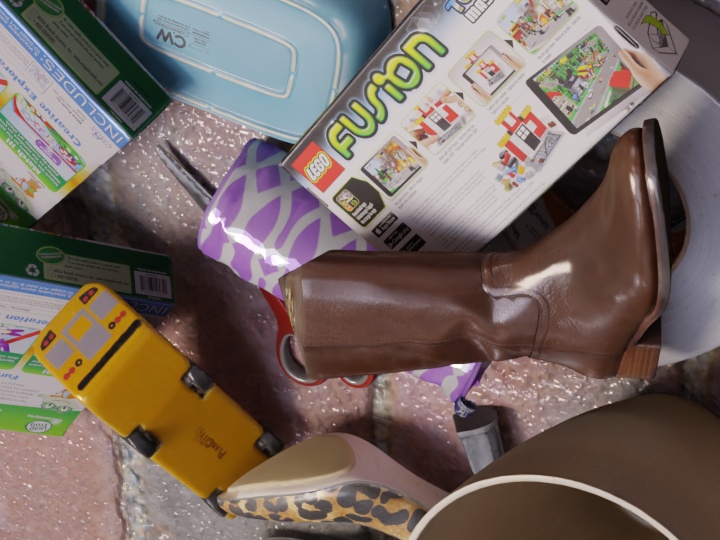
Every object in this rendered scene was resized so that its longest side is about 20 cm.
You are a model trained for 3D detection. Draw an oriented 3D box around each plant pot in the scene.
[{"bbox_3d":[0.145,0.152,0.898,0.186,0.200,0.189,11,116,25],"label":"plant pot"}]

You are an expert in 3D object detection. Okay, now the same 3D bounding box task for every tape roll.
[{"bbox_3d":[0.130,-0.047,0.856,0.199,0.066,0.201,15,130,19],"label":"tape roll"}]

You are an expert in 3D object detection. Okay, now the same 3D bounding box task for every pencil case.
[{"bbox_3d":[0.000,0.000,0.956,0.199,0.084,0.086,32,166,4],"label":"pencil case"}]

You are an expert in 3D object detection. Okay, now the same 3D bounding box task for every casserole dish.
[{"bbox_3d":[-0.073,-0.136,0.915,0.199,0.039,0.122,23,132,12],"label":"casserole dish"}]

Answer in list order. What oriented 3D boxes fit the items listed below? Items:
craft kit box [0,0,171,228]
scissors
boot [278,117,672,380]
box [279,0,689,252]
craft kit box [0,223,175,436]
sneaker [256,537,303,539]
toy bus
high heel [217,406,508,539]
[{"bbox_3d":[-0.229,-0.128,0.964,0.200,0.049,0.197,48,144,-11],"label":"craft kit box"},{"bbox_3d":[-0.055,-0.004,1.027,0.073,0.014,0.201,-11,117,37],"label":"scissors"},{"bbox_3d":[0.050,-0.003,0.796,0.198,0.065,0.187,2,140,7],"label":"boot"},{"bbox_3d":[0.055,-0.081,0.801,0.110,0.035,0.200,41,133,-6],"label":"box"},{"bbox_3d":[-0.252,0.039,1.067,0.199,0.049,0.198,12,141,-30],"label":"craft kit box"},{"bbox_3d":[-0.014,0.220,1.110,0.199,0.077,0.081,15,141,38],"label":"sneaker"},{"bbox_3d":[-0.123,0.090,1.052,0.078,0.065,0.200,36,171,35],"label":"toy bus"},{"bbox_3d":[0.015,0.175,1.061,0.198,0.072,0.143,-13,114,12],"label":"high heel"}]
